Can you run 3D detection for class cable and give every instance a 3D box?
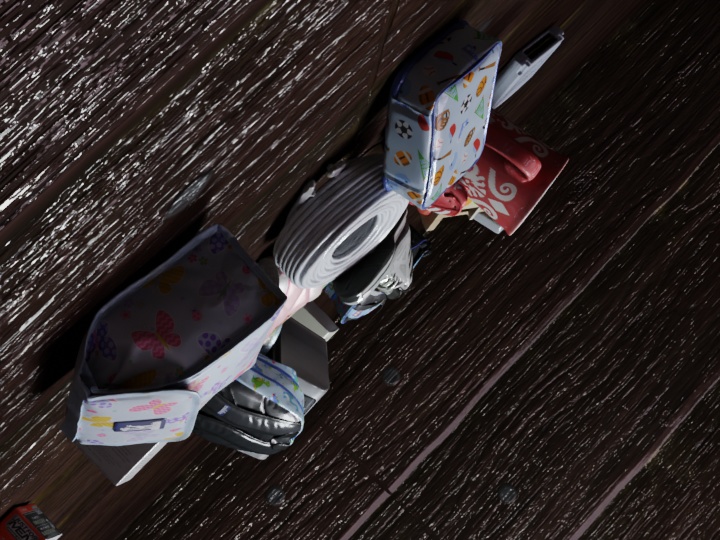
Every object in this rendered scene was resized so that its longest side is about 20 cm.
[{"bbox_3d":[-0.018,-0.061,1.528,0.199,0.069,0.200,-28,161,-45],"label":"cable"}]

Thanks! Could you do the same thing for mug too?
[{"bbox_3d":[0.178,-0.173,1.707,0.134,0.200,0.178,-50,176,-33],"label":"mug"}]

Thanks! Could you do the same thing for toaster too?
[{"bbox_3d":[-0.150,0.179,2.005,0.181,0.118,0.201,-48,-155,23],"label":"toaster"}]

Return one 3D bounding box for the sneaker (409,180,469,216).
[{"bbox_3d":[0.099,-0.141,1.646,0.200,0.115,0.079,97,15,-70],"label":"sneaker"}]

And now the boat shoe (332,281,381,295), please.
[{"bbox_3d":[0.000,0.000,1.774,0.200,0.068,0.073,70,23,-69],"label":"boat shoe"}]

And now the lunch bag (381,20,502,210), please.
[{"bbox_3d":[0.094,-0.176,1.417,0.160,0.075,0.201,-45,156,-36],"label":"lunch bag"}]

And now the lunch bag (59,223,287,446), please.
[{"bbox_3d":[-0.180,0.080,1.134,0.200,0.127,0.170,-36,170,-28],"label":"lunch bag"}]

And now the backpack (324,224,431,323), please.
[{"bbox_3d":[0.007,-0.005,2.152,0.183,0.135,0.200,-47,176,28],"label":"backpack"}]

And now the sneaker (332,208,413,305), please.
[{"bbox_3d":[0.032,0.007,1.673,0.075,0.116,0.201,-2,-145,27],"label":"sneaker"}]

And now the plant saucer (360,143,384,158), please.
[{"bbox_3d":[-0.026,-0.088,1.687,0.200,0.037,0.200,-47,176,-4],"label":"plant saucer"}]

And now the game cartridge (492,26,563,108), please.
[{"bbox_3d":[0.287,-0.361,2.236,0.200,0.040,0.134,-41,171,-49],"label":"game cartridge"}]

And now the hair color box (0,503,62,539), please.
[{"bbox_3d":[-0.481,0.391,1.580,0.200,0.061,0.102,-44,176,-7],"label":"hair color box"}]

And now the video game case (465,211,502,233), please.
[{"bbox_3d":[0.194,-0.158,2.122,0.182,0.199,0.022,-42,159,-46],"label":"video game case"}]

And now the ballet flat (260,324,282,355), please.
[{"bbox_3d":[-0.194,0.125,1.907,0.200,0.074,0.074,-51,174,23],"label":"ballet flat"}]

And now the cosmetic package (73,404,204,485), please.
[{"bbox_3d":[-0.250,0.165,1.534,0.200,0.085,0.108,-46,177,-5],"label":"cosmetic package"}]

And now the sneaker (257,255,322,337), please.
[{"bbox_3d":[-0.113,0.043,1.674,0.104,0.076,0.201,-19,155,-40],"label":"sneaker"}]

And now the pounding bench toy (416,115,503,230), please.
[{"bbox_3d":[0.147,-0.186,1.987,0.155,0.201,0.124,-9,158,-22],"label":"pounding bench toy"}]

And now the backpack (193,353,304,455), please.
[{"bbox_3d":[-0.172,0.189,1.808,0.163,0.199,0.154,-49,-163,29],"label":"backpack"}]

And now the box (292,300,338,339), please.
[{"bbox_3d":[-0.148,0.138,2.175,0.200,0.109,0.128,-46,176,6],"label":"box"}]
